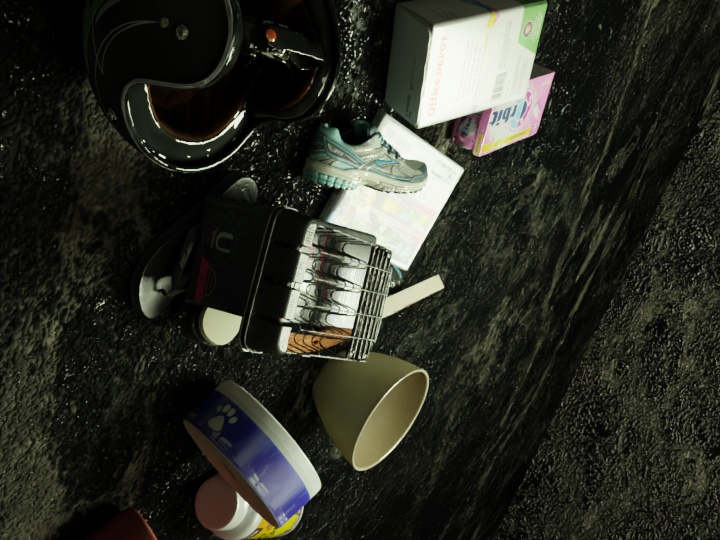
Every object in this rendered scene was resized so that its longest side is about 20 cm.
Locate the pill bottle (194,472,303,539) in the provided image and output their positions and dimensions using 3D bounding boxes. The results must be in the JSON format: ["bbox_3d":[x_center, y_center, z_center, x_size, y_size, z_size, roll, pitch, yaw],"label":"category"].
[{"bbox_3d":[-0.177,0.372,1.236,0.110,0.109,0.200,-57,152,-1],"label":"pill bottle"}]

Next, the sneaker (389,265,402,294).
[{"bbox_3d":[0.000,0.000,1.202,0.200,0.073,0.083,-14,112,-58],"label":"sneaker"}]

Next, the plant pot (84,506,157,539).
[{"bbox_3d":[-0.330,0.437,0.988,0.177,0.200,0.201,-25,140,-30],"label":"plant pot"}]

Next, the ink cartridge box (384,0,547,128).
[{"bbox_3d":[0.139,-0.292,1.042,0.199,0.084,0.146,-21,137,-28],"label":"ink cartridge box"}]

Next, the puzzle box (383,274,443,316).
[{"bbox_3d":[0.035,0.065,1.273,0.133,0.026,0.199,-31,173,41],"label":"puzzle box"}]

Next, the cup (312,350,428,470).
[{"bbox_3d":[0.001,0.218,1.331,0.200,0.143,0.201,-38,147,-32],"label":"cup"}]

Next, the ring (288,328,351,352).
[{"bbox_3d":[-0.064,0.037,1.088,0.199,0.019,0.201,-13,133,-14],"label":"ring"}]

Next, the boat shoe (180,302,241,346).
[{"bbox_3d":[-0.149,0.008,0.964,0.074,0.063,0.202,54,54,-29],"label":"boat shoe"}]

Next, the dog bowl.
[{"bbox_3d":[-0.150,0.251,1.058,0.079,0.200,0.201,-41,148,-22],"label":"dog bowl"}]

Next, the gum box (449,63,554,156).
[{"bbox_3d":[0.232,-0.270,1.279,0.199,0.066,0.114,-27,138,-44],"label":"gum box"}]

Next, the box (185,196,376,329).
[{"bbox_3d":[-0.086,-0.005,0.899,0.199,0.106,0.123,12,90,-55],"label":"box"}]

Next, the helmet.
[{"bbox_3d":[-0.133,-0.189,0.640,0.200,0.190,0.202,24,61,-51],"label":"helmet"}]

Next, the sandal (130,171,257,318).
[{"bbox_3d":[-0.185,-0.029,0.878,0.200,0.043,0.076,-52,152,-11],"label":"sandal"}]

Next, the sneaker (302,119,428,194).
[{"bbox_3d":[0.019,-0.150,1.020,0.199,0.077,0.087,-3,111,-40],"label":"sneaker"}]

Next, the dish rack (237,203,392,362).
[{"bbox_3d":[-0.036,0.025,0.843,0.200,0.054,0.155,16,89,-56],"label":"dish rack"}]

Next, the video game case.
[{"bbox_3d":[0.048,-0.110,1.137,0.199,0.023,0.183,25,97,-46],"label":"video game case"}]
